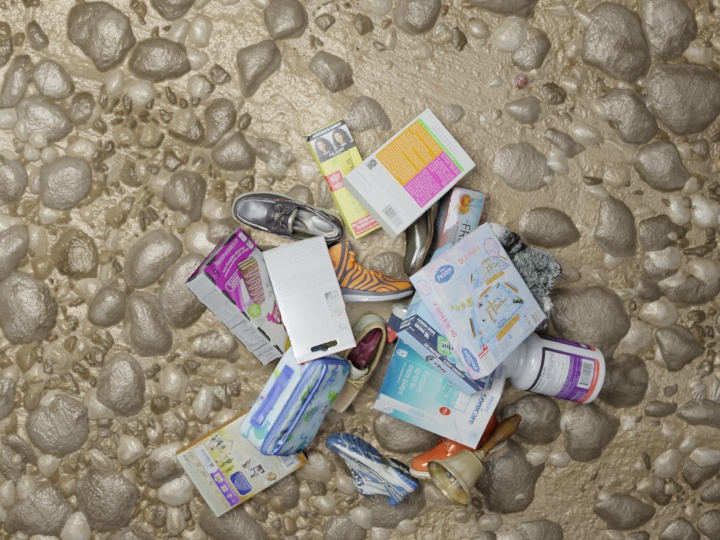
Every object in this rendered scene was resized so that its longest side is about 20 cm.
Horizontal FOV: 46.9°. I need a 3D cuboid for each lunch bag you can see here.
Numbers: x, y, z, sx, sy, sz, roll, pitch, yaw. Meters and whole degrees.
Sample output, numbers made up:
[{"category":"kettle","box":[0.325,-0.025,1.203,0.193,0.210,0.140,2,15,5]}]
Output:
[{"category":"lunch bag","box":[-0.111,0.222,1.424,0.082,0.161,0.200,33,92,26]}]

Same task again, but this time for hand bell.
[{"category":"hand bell","box":[0.228,0.330,1.523,0.200,0.104,0.104,-35,106,-26]}]

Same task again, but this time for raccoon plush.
[{"category":"raccoon plush","box":[0.273,0.023,1.493,0.200,0.097,0.134,29,65,-19]}]

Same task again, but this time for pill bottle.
[{"category":"pill bottle","box":[0.343,0.177,1.552,0.199,0.111,0.112,14,98,-12]}]

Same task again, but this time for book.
[{"category":"book","box":[0.085,-0.166,1.423,0.200,0.048,0.134,-41,87,-20]}]

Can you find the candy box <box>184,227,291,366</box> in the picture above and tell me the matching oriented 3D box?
[{"category":"candy box","box":[-0.185,0.044,1.420,0.061,0.136,0.200,-29,110,39]}]

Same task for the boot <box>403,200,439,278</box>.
[{"category":"boot","box":[0.078,-0.090,1.464,0.097,0.075,0.201,16,75,-12]}]

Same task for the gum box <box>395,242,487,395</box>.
[{"category":"gum box","box":[0.166,0.080,1.408,0.170,0.045,0.200,41,50,-16]}]

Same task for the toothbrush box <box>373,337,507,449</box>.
[{"category":"toothbrush box","box":[0.141,0.210,1.479,0.199,0.085,0.147,21,128,4]}]

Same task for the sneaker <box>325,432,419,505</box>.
[{"category":"sneaker","box":[0.011,0.380,1.553,0.200,0.077,0.085,34,97,-14]}]

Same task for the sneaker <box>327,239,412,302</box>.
[{"category":"sneaker","box":[0.000,0.000,1.477,0.199,0.078,0.112,-1,88,-22]}]

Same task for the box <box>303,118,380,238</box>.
[{"category":"box","box":[-0.024,-0.161,1.455,0.075,0.050,0.200,-26,105,-6]}]

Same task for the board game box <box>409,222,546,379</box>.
[{"category":"board game box","box":[0.201,0.047,1.392,0.200,0.041,0.200,-34,93,-42]}]

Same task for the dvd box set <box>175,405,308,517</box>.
[{"category":"dvd box set","box":[-0.216,0.342,1.526,0.200,0.029,0.147,-32,104,-2]}]

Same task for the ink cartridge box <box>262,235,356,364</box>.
[{"category":"ink cartridge box","box":[-0.086,0.052,1.393,0.109,0.050,0.201,-16,76,-9]}]

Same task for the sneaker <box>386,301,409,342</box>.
[{"category":"sneaker","box":[0.139,0.130,1.533,0.199,0.075,0.085,22,103,-7]}]

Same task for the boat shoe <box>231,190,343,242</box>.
[{"category":"boat shoe","box":[-0.123,-0.091,1.443,0.199,0.065,0.072,15,98,-12]}]

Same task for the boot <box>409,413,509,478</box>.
[{"category":"boot","box":[0.176,0.323,1.575,0.199,0.075,0.108,-20,100,-15]}]

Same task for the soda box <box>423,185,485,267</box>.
[{"category":"soda box","box":[0.165,-0.052,1.499,0.063,0.068,0.201,12,99,-13]}]

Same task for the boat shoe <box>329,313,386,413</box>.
[{"category":"boat shoe","box":[-0.013,0.174,1.512,0.074,0.066,0.200,22,96,-13]}]
